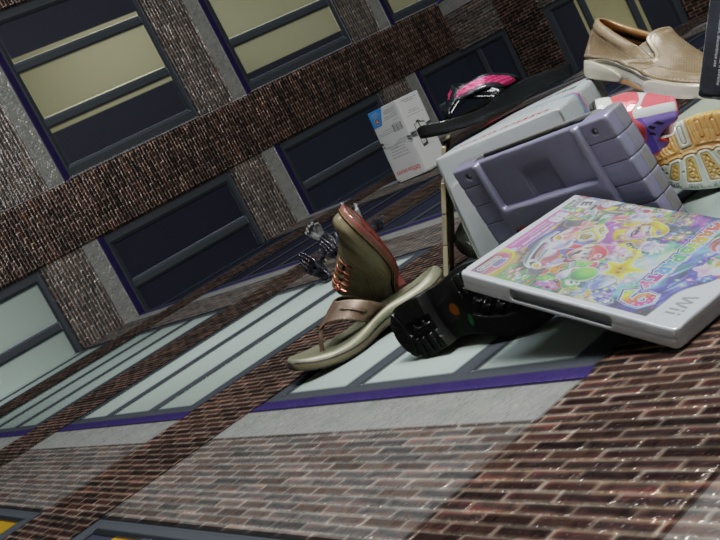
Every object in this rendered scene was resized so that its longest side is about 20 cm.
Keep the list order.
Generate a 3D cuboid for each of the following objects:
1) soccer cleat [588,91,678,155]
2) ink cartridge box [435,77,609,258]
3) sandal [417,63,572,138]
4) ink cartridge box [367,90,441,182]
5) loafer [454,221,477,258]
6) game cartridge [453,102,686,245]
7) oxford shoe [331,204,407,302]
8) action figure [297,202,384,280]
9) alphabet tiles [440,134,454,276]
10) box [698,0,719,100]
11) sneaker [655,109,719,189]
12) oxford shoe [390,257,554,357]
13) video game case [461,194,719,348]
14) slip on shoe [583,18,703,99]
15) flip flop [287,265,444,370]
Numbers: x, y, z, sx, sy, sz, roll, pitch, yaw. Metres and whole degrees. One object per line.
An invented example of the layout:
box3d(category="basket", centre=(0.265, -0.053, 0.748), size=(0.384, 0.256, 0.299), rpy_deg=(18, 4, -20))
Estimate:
box3d(category="soccer cleat", centre=(0.259, -0.124, 0.963), size=(0.073, 0.069, 0.200), rpy_deg=(-10, -7, 16))
box3d(category="ink cartridge box", centre=(0.197, -0.101, 1.097), size=(0.145, 0.145, 0.200), rpy_deg=(-20, 9, 30))
box3d(category="sandal", centre=(0.141, -0.195, 1.126), size=(0.200, 0.045, 0.075), rpy_deg=(-28, 11, -19))
box3d(category="ink cartridge box", centre=(0.123, -0.349, 2.698), size=(0.084, 0.201, 0.146), rpy_deg=(-29, 8, -30))
box3d(category="loafer", centre=(0.187, -0.069, 1.267), size=(0.200, 0.070, 0.070), rpy_deg=(-35, -25, -31))
box3d(category="game cartridge", centre=(0.182, -0.063, 0.916), size=(0.038, 0.130, 0.200), rpy_deg=(-38, 12, -32))
box3d(category="oxford shoe", centre=(0.000, 0.000, 1.163), size=(0.075, 0.071, 0.200), rpy_deg=(-35, -35, -3))
box3d(category="action figure", centre=(-0.031, -0.060, 1.765), size=(0.119, 0.102, 0.200), rpy_deg=(-36, 5, 28))
box3d(category="alphabet tiles", centre=(0.099, -0.063, 1.162), size=(0.006, 0.167, 0.200), rpy_deg=(-1, 13, 8))
box3d(category="box", centre=(0.423, -0.213, 0.864), size=(0.198, 0.124, 0.200), rpy_deg=(20, 39, 33))
box3d(category="sneaker", centre=(0.382, -0.130, 1.003), size=(0.199, 0.076, 0.088), rpy_deg=(-19, -4, 24))
box3d(category="oxford shoe", centre=(0.114, 0.017, 0.907), size=(0.084, 0.073, 0.200), rpy_deg=(-31, 9, -38))
box3d(category="video game case", centre=(0.192, -0.007, 0.762), size=(0.143, 0.018, 0.200), rpy_deg=(-32, 29, -29))
box3d(category="slip on shoe", centre=(0.307, -0.215, 1.046), size=(0.076, 0.061, 0.200), rpy_deg=(-11, 23, -27))
box3d(category="flip flop", centre=(0.002, 0.046, 1.124), size=(0.200, 0.058, 0.081), rpy_deg=(-34, 9, -8))
